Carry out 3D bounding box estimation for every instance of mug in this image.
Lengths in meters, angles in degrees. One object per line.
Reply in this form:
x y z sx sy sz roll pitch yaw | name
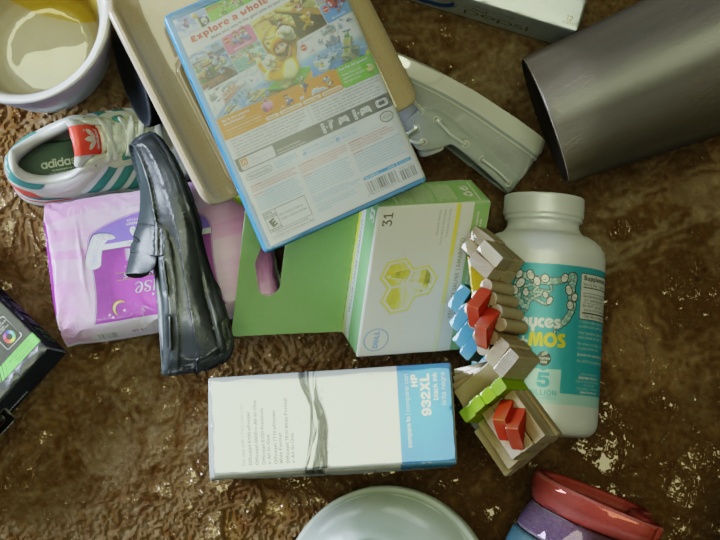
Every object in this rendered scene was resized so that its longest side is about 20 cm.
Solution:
-0.263 -0.214 1.499 0.149 0.153 0.187 43 85 5 | mug

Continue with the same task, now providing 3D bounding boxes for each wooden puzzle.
-0.079 -0.175 1.421 0.199 0.037 0.186 -27 91 -11 | wooden puzzle

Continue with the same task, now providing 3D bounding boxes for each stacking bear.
0.159 0.279 1.474 0.113 0.121 0.202 22 92 0 | stacking bear

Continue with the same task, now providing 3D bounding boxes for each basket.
0.246 -0.161 1.485 0.198 0.180 0.137 -21 75 3 | basket

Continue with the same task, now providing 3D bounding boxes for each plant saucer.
0.015 0.280 1.466 0.198 0.050 0.202 -2 84 22 | plant saucer

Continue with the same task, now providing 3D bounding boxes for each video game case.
-0.051 -0.134 1.395 0.142 0.018 0.202 -24 90 -10 | video game case

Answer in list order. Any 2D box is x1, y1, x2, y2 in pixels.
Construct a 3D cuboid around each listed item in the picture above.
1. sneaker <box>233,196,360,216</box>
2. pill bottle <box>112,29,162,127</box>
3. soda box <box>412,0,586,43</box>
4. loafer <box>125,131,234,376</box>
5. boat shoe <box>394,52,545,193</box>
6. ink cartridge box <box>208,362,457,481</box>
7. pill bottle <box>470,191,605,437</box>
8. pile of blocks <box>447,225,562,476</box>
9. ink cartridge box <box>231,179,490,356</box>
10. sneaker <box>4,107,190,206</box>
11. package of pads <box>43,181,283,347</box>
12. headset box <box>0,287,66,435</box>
-0.023 -0.091 1.501 0.199 0.075 0.106 16 66 -34 | sneaker
-0.103 -0.194 1.496 0.198 0.112 0.113 -21 84 -17 | pill bottle
0.100 -0.259 1.544 0.198 0.068 0.064 17 85 2 | soda box
-0.160 -0.013 1.444 0.070 0.068 0.203 -16 86 -12 | loafer
0.066 -0.129 1.507 0.199 0.072 0.069 27 93 -33 | boat shoe
-0.023 0.127 1.467 0.198 0.145 0.085 -3 84 0 | ink cartridge box
0.150 0.038 1.493 0.110 0.111 0.202 3 84 1 | pill bottle
0.098 0.063 1.418 0.081 0.062 0.202 -17 77 26 | pile of blocks
0.000 0.000 1.465 0.198 0.048 0.147 -4 121 -22 | ink cartridge box
-0.211 -0.103 1.517 0.198 0.093 0.071 -13 84 -1 | sneaker
-0.166 -0.009 1.516 0.198 0.076 0.122 -9 80 -1 | package of pads
-0.374 0.072 1.501 0.200 0.093 0.174 44 87 4 | headset box
